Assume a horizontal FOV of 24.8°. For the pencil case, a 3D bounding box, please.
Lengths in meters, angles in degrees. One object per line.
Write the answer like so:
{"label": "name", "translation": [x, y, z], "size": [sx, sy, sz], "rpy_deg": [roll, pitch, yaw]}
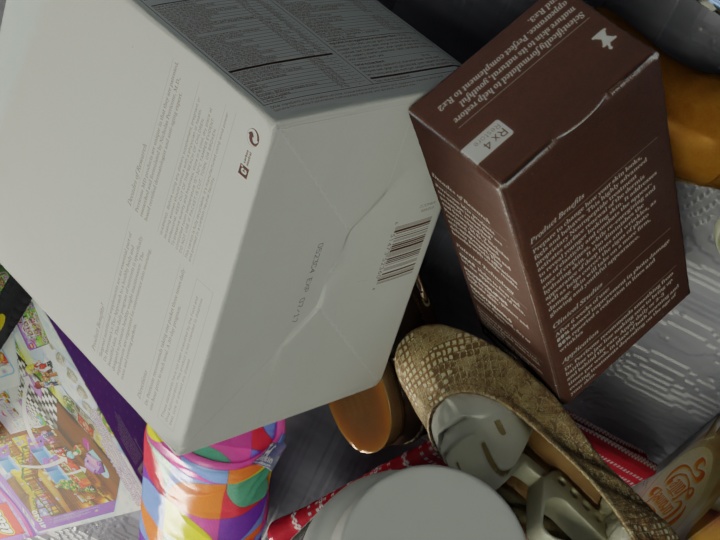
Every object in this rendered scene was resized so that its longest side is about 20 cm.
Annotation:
{"label": "pencil case", "translation": [-0.090, 0.140, 1.000], "size": [0.088, 0.089, 0.201], "rpy_deg": [20, 138, 5]}

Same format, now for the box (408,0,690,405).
{"label": "box", "translation": [0.099, -0.030, 0.813], "size": [0.075, 0.100, 0.201], "rpy_deg": [42, 165, 33]}

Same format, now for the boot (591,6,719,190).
{"label": "boot", "translation": [0.218, -0.084, 0.832], "size": [0.143, 0.071, 0.202], "rpy_deg": [-31, 111, 22]}

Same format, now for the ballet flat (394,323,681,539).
{"label": "ballet flat", "translation": [0.091, 0.109, 0.853], "size": [0.200, 0.065, 0.071], "rpy_deg": [41, 121, 3]}

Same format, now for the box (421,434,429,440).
{"label": "box", "translation": [-0.019, 0.049, 0.976], "size": [0.199, 0.039, 0.042], "rpy_deg": [24, 95, 2]}

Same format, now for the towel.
{"label": "towel", "translation": [0.059, 0.134, 0.974], "size": [0.199, 0.023, 0.144], "rpy_deg": [-32, 140, 28]}

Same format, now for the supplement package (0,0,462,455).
{"label": "supplement package", "translation": [-0.076, -0.057, 0.834], "size": [0.200, 0.146, 0.192], "rpy_deg": [42, 128, 31]}

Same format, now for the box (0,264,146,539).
{"label": "box", "translation": [-0.225, 0.076, 1.055], "size": [0.136, 0.039, 0.201], "rpy_deg": [-16, 112, 24]}

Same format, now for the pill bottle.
{"label": "pill bottle", "translation": [0.014, 0.168, 0.848], "size": [0.112, 0.114, 0.200], "rpy_deg": [30, 158, -1]}

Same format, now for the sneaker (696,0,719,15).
{"label": "sneaker", "translation": [0.166, -0.182, 0.787], "size": [0.199, 0.075, 0.079], "rpy_deg": [34, 118, -5]}

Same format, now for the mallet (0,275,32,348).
{"label": "mallet", "translation": [-0.221, 0.055, 0.999], "size": [0.066, 0.041, 0.200], "rpy_deg": [41, 118, -5]}

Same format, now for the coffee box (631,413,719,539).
{"label": "coffee box", "translation": [0.205, 0.154, 0.930], "size": [0.080, 0.115, 0.200], "rpy_deg": [40, 120, -7]}

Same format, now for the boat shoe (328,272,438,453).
{"label": "boat shoe", "translation": [0.000, 0.000, 0.928], "size": [0.070, 0.070, 0.202], "rpy_deg": [-13, 92, 49]}

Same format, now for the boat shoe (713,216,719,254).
{"label": "boat shoe", "translation": [0.245, 0.034, 0.834], "size": [0.074, 0.067, 0.199], "rpy_deg": [-20, 139, 28]}
